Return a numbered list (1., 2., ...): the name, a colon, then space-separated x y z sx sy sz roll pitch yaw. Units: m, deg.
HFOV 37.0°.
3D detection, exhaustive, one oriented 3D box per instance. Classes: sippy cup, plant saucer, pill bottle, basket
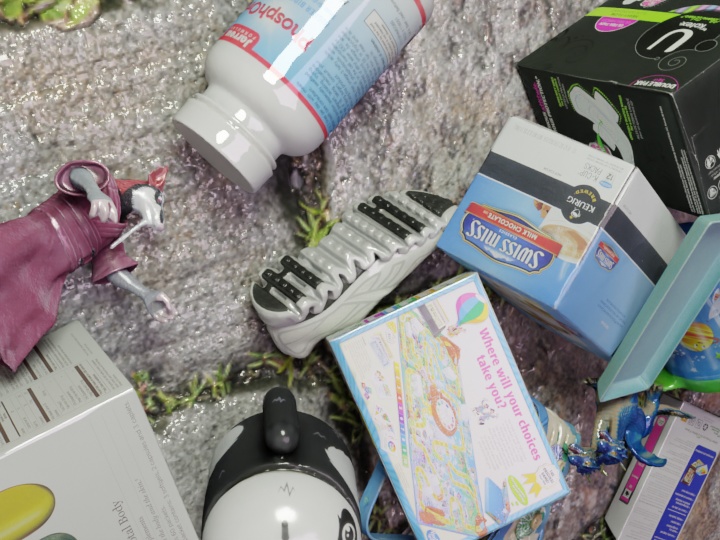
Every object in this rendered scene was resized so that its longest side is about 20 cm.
1. sippy cup: 0.332 0.028 1.053 0.130 0.139 0.178 49 55 -33
2. plant saucer: 0.262 0.031 0.908 0.070 0.019 0.201 -8 134 -35
3. pill bottle: -0.045 -0.159 0.808 0.200 0.109 0.109 -50 122 -9
4. basket: 0.096 0.166 0.967 0.199 0.139 0.177 20 91 -36

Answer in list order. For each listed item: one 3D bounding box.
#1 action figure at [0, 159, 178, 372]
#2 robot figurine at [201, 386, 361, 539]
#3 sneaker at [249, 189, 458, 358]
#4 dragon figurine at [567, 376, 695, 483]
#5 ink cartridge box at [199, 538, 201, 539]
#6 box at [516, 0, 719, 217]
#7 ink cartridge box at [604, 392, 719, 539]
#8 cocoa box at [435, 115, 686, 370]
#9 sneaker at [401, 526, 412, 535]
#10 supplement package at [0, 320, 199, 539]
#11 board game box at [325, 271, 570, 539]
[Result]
1. action figure: -0.220 -0.019 0.774 0.200 0.148 0.134 -40 143 -36
2. robot figurine: -0.059 0.186 0.845 0.125 0.200 0.150 -40 105 8
3. sneaker: 0.000 0.000 0.913 0.199 0.075 0.081 -31 134 -18
4. dragon figurine: 0.253 0.156 1.013 0.200 0.059 0.100 25 63 -49
5. ink cartridge box: -0.200 0.296 0.870 0.200 0.083 0.147 -43 120 -12
6. box: 0.264 -0.153 0.933 0.148 0.200 0.125 -36 121 -16
7. ink cartridge box: 0.332 0.241 1.188 0.094 0.037 0.201 24 89 -34
8. cocoa box: 0.185 -0.018 0.937 0.132 0.133 0.200 -59 143 -1
9. sneaker: 0.098 0.336 1.050 0.077 0.089 0.201 -37 120 -15
10. supplement package: -0.246 0.163 0.764 0.199 0.151 0.152 -27 117 -20
11. board game box: 0.072 0.119 0.886 0.134 0.034 0.201 -24 95 -6
